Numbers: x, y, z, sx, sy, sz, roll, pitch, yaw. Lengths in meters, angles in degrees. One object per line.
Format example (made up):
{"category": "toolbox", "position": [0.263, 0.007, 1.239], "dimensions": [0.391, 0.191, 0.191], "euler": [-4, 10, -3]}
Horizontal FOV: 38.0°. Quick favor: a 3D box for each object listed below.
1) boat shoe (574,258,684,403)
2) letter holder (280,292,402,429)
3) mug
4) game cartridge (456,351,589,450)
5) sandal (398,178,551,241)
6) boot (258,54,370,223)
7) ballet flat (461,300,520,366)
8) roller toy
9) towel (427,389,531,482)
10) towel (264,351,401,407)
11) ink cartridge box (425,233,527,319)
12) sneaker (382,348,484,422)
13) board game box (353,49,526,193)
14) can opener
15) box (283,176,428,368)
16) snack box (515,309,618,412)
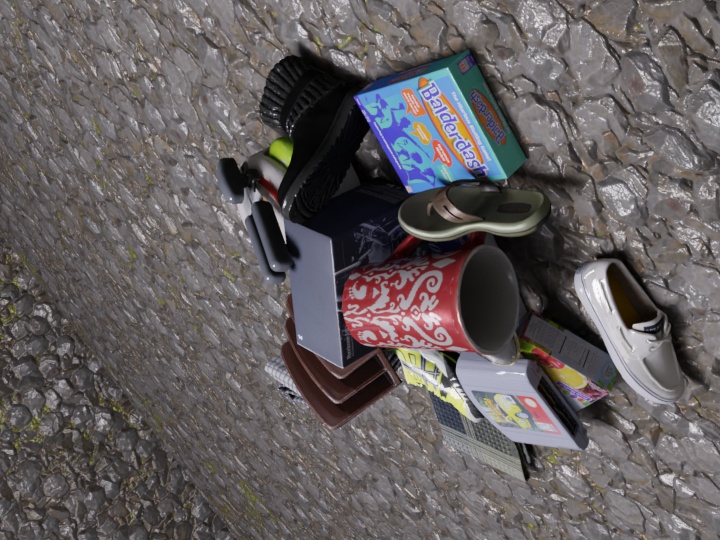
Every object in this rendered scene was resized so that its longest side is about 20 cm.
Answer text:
{"category": "boat shoe", "position": [0.333, 0.071, 1.241], "dimensions": [0.202, 0.071, 0.070], "euler": [58, 155, -4]}
{"category": "letter holder", "position": [-0.054, 0.124, 1.616], "dimensions": [0.200, 0.141, 0.101], "euler": [52, 175, 42]}
{"category": "mug", "position": [0.093, 0.025, 1.336], "dimensions": [0.198, 0.179, 0.134], "euler": [-5, 133, 41]}
{"category": "game cartridge", "position": [0.217, 0.180, 1.432], "dimensions": [0.132, 0.041, 0.200], "euler": [5, 145, 45]}
{"category": "sandal", "position": [0.132, -0.083, 1.249], "dimensions": [0.199, 0.081, 0.058], "euler": [-1, 142, 36]}
{"category": "boot", "position": [-0.086, -0.178, 1.407], "dimensions": [0.157, 0.213, 0.080], "euler": [26, 167, 28]}
{"category": "ballet flat", "position": [0.147, 0.053, 1.386], "dimensions": [0.057, 0.067, 0.200], "euler": [23, -161, -52]}
{"category": "roller toy", "position": [-0.087, -0.105, 1.556], "dimensions": [0.199, 0.139, 0.184], "euler": [-22, 97, 59]}
{"category": "towel", "position": [0.192, 0.243, 1.718], "dimensions": [0.199, 0.034, 0.195], "euler": [20, 139, 47]}
{"category": "towel", "position": [-0.036, 0.155, 1.749], "dimensions": [0.164, 0.200, 0.086], "euler": [19, 142, 46]}
{"category": "ink cartridge box", "position": [0.147, -0.014, 1.428], "dimensions": [0.093, 0.044, 0.202], "euler": [6, 130, 51]}
{"category": "sneaker", "position": [0.113, 0.151, 1.558], "dimensions": [0.077, 0.075, 0.200], "euler": [-49, 67, 21]}
{"category": "board game box", "position": [0.095, -0.178, 1.295], "dimensions": [0.199, 0.045, 0.153], "euler": [-4, 122, 56]}
{"category": "can opener", "position": [-0.149, -0.069, 1.445], "dimensions": [0.202, 0.066, 0.053], "euler": [64, 143, 30]}
{"category": "box", "position": [0.000, 0.000, 1.463], "dimensions": [0.103, 0.181, 0.203], "euler": [24, 129, 43]}
{"category": "snack box", "position": [0.246, 0.141, 1.433], "dimensions": [0.141, 0.053, 0.200], "euler": [31, 153, -3]}
